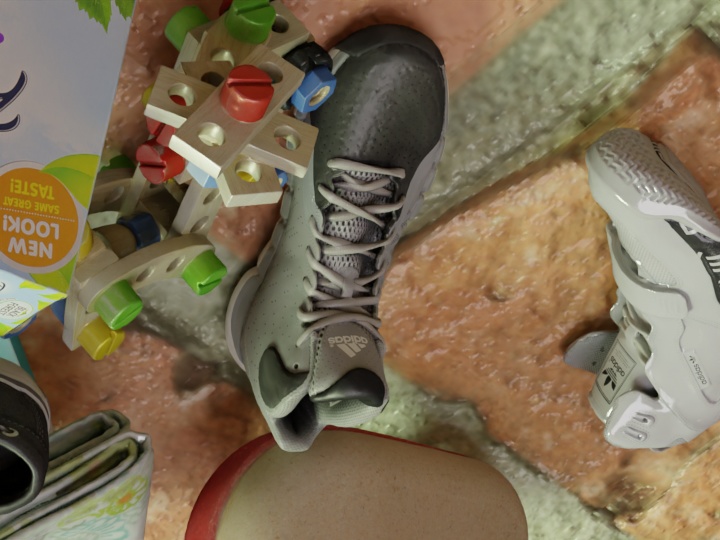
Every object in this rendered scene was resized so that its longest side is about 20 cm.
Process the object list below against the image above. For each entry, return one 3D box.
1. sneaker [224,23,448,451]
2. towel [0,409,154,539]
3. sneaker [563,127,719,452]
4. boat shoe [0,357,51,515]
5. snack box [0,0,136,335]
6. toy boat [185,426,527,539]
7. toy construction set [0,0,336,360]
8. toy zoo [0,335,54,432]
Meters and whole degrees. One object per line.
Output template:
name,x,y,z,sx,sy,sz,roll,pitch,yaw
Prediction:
sneaker,0.000,0.000,0.749,0.074,0.116,0.201,7,126,-20
towel,-0.174,0.160,0.749,0.170,0.048,0.201,-22,146,-33
sneaker,0.143,0.021,0.831,0.115,0.075,0.200,-39,131,13
boat shoe,-0.209,0.064,0.611,0.199,0.066,0.070,8,112,-21
snack box,-0.184,-0.090,0.588,0.199,0.170,0.068,22,153,-26
toy boat,-0.014,0.152,0.868,0.130,0.132,0.199,-7,161,43
toy construction set,-0.077,-0.044,0.678,0.131,0.092,0.200,-30,176,-38
toy zoo,-0.211,0.076,0.781,0.130,0.020,0.201,-16,114,-1
